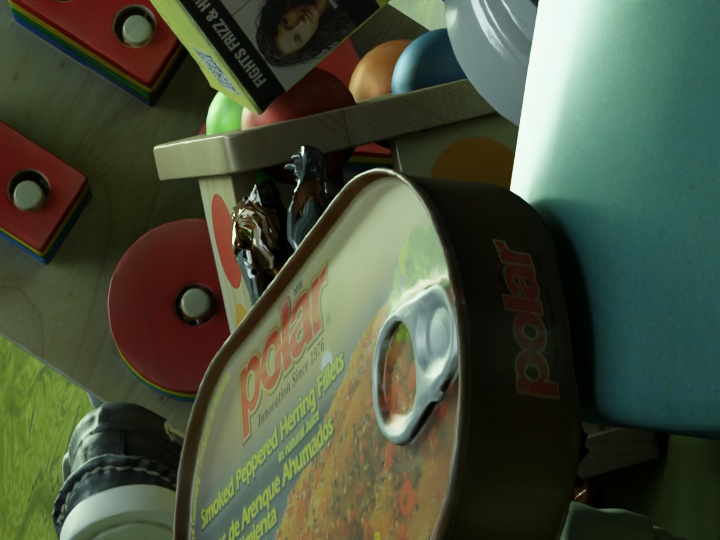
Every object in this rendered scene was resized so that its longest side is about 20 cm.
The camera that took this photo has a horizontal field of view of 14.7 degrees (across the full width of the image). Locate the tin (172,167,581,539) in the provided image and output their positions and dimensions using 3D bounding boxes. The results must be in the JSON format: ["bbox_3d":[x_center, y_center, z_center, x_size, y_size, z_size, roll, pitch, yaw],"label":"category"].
[{"bbox_3d":[-0.001,0.051,0.707,0.200,0.042,0.113,130,134,-56],"label":"tin"}]

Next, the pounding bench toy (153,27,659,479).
[{"bbox_3d":[0.000,0.000,1.007,0.200,0.123,0.157,-178,74,-75],"label":"pounding bench toy"}]

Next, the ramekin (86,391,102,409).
[{"bbox_3d":[-0.058,-0.027,1.249,0.200,0.097,0.202,3,-90,-79],"label":"ramekin"}]

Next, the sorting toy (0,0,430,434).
[{"bbox_3d":[-0.075,-0.051,1.120,0.201,0.198,0.070,-57,-2,-8],"label":"sorting toy"}]

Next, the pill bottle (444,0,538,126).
[{"bbox_3d":[0.099,-0.121,0.820,0.200,0.119,0.120,123,151,-57],"label":"pill bottle"}]

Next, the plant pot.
[{"bbox_3d":[0.135,-0.022,0.614,0.200,0.140,0.142,-172,90,-72],"label":"plant pot"}]

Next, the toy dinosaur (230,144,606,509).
[{"bbox_3d":[0.051,0.033,0.860,0.136,0.200,0.102,-45,7,5],"label":"toy dinosaur"}]

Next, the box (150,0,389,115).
[{"bbox_3d":[0.014,-0.145,0.911,0.200,0.075,0.050,-41,28,-9],"label":"box"}]

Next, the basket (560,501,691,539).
[{"bbox_3d":[0.046,0.150,0.782,0.200,0.123,0.136,-19,62,54],"label":"basket"}]

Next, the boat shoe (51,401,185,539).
[{"bbox_3d":[-0.059,0.127,0.998,0.061,0.073,0.200,-99,-13,-46],"label":"boat shoe"}]

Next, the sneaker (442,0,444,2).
[{"bbox_3d":[0.031,-0.152,1.092,0.200,0.078,0.076,-66,1,-80],"label":"sneaker"}]
